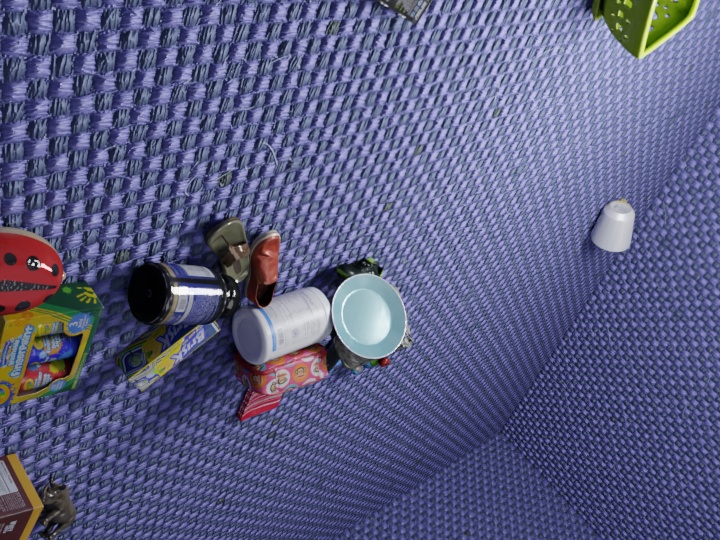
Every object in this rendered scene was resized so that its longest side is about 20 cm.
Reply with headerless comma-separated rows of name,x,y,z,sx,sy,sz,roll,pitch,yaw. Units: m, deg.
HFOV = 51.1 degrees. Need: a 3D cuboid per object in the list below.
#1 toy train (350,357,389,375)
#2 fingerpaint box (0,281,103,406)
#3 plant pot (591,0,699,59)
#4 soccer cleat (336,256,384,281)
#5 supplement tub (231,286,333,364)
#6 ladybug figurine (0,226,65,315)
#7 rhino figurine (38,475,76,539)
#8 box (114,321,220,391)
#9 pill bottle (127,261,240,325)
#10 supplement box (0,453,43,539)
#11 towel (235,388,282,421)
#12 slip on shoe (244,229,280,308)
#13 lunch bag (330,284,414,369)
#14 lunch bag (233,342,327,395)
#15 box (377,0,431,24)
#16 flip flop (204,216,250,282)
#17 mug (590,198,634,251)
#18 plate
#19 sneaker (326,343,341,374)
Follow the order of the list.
toy train,0.005,0.231,2.147,0.115,0.085,0.200,-29,152,-1
fingerpaint box,-0.540,0.124,1.252,0.166,0.073,0.201,-8,135,-49
plant pot,0.643,-0.640,1.702,0.198,0.182,0.201,-36,152,-14
soccer cleat,0.000,0.000,1.840,0.081,0.067,0.200,-57,158,4
supplement tub,-0.174,0.121,1.686,0.199,0.132,0.133,-17,142,-42
ladybug figurine,-0.518,0.008,1.100,0.199,0.072,0.137,-2,115,-52
rhino figurine,-0.662,0.508,1.625,0.088,0.059,0.201,-48,159,-39
box,-0.384,0.146,1.507,0.200,0.064,0.070,-39,152,-12
pill bottle,-0.321,0.046,1.402,0.112,0.112,0.199,-54,151,18
supplement box,-0.737,0.475,1.400,0.199,0.133,0.198,-2,131,-52
towel,-0.239,0.305,1.967,0.144,0.022,0.201,-15,140,-46
slip on shoe,-0.196,-0.002,1.563,0.074,0.061,0.201,-19,142,-36
lunch bag,0.023,0.141,1.876,0.199,0.169,0.139,-25,164,21
lunch bag,-0.191,0.213,1.756,0.198,0.176,0.083,-13,110,-32
box,0.096,-0.530,1.256,0.160,0.044,0.201,4,125,-55
flip flop,-0.245,-0.031,1.459,0.081,0.058,0.201,-34,151,-20
mug,0.950,-0.188,2.829,0.148,0.188,0.154,-3,132,-6
plate,0.017,0.107,1.751,0.199,0.202,0.026,-25,177,-32
sneaker,-0.073,0.240,2.058,0.200,0.066,0.079,-42,156,-5
